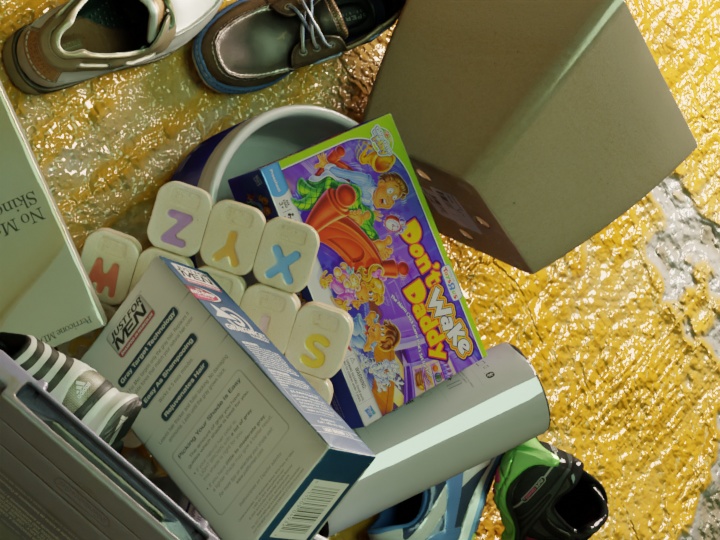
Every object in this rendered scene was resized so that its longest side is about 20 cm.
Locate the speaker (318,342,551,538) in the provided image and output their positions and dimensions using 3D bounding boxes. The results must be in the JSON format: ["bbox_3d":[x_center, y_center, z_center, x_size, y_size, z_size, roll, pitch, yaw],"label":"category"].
[{"bbox_3d":[0.041,0.128,1.389,0.200,0.081,0.081,-24,97,-18],"label":"speaker"}]

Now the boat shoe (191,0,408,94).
[{"bbox_3d":[-0.045,-0.198,1.442,0.200,0.072,0.072,-29,99,-38],"label":"boat shoe"}]

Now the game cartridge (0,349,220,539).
[{"bbox_3d":[-0.176,0.150,1.123,0.200,0.130,0.038,41,49,1],"label":"game cartridge"}]

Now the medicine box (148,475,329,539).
[{"bbox_3d":[-0.095,0.264,1.264,0.200,0.103,0.182,31,64,-30],"label":"medicine box"}]

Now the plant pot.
[{"bbox_3d":[0.118,-0.119,1.466,0.177,0.200,0.200,-52,137,-12],"label":"plant pot"}]

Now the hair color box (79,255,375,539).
[{"bbox_3d":[-0.091,0.091,1.196,0.100,0.200,0.060,-52,148,12],"label":"hair color box"}]

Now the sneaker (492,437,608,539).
[{"bbox_3d":[0.163,0.209,1.493,0.077,0.084,0.200,-63,152,-25],"label":"sneaker"}]

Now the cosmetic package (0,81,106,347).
[{"bbox_3d":[-0.257,-0.037,1.223,0.103,0.073,0.200,-25,97,-7],"label":"cosmetic package"}]

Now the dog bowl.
[{"bbox_3d":[-0.053,-0.021,1.383,0.200,0.079,0.201,9,75,-36],"label":"dog bowl"}]

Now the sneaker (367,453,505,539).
[{"bbox_3d":[0.063,0.151,1.465,0.082,0.074,0.200,31,63,-28],"label":"sneaker"}]

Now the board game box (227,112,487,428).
[{"bbox_3d":[0.000,0.000,1.340,0.134,0.045,0.200,-27,98,-38],"label":"board game box"}]

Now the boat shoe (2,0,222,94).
[{"bbox_3d":[-0.167,-0.187,1.346,0.200,0.068,0.075,-36,105,-37],"label":"boat shoe"}]

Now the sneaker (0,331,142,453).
[{"bbox_3d":[-0.219,0.100,1.199,0.115,0.201,0.076,39,53,3],"label":"sneaker"}]

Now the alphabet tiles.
[{"bbox_3d":[-0.111,0.046,1.283,0.200,0.015,0.196,19,102,4],"label":"alphabet tiles"}]
